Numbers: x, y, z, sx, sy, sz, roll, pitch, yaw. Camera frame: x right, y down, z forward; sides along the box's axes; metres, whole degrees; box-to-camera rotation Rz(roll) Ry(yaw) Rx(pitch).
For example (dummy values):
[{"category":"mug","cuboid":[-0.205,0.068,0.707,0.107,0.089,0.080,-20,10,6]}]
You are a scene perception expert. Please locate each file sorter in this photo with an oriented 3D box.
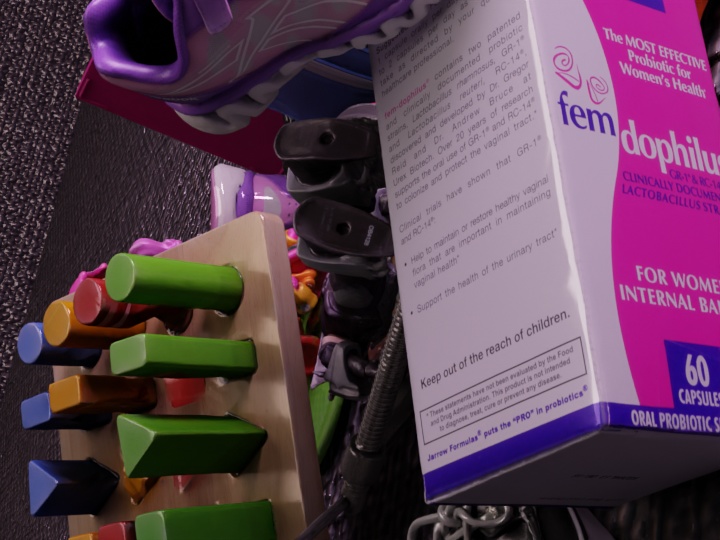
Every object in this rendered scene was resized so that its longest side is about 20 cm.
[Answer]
[{"category":"file sorter","cuboid":[-0.123,-0.197,1.192,0.139,0.198,0.127,-46,28,50]}]

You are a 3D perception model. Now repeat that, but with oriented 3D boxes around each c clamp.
[{"category":"c clamp","cuboid":[0.028,0.041,0.696,0.171,0.027,0.202,-36,-31,-56]}]

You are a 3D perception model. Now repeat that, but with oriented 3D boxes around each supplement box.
[{"category":"supplement box","cuboid":[0.078,-0.020,0.530,0.103,0.100,0.203,-33,58,48]}]

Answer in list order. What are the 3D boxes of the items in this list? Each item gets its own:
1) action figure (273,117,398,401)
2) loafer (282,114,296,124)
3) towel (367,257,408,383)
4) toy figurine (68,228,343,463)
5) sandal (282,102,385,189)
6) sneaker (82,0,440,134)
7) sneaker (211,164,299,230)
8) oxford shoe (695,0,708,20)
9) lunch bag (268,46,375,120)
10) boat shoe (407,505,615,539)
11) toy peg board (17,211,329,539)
[{"category":"action figure","cuboid":[0.000,0.000,0.747,0.200,0.068,0.132,72,-159,-66]},{"category":"loafer","cuboid":[-0.018,-0.175,1.090,0.072,0.071,0.203,-21,66,41]},{"category":"towel","cuboid":[0.043,-0.042,0.858,0.147,0.021,0.202,-106,38,-59]},{"category":"toy figurine","cuboid":[-0.104,0.033,0.919,0.151,0.182,0.202,-101,28,-52]},{"category":"sandal","cuboid":[0.008,-0.074,0.852,0.045,0.075,0.199,-45,16,-19]},{"category":"sneaker","cuboid":[-0.038,-0.121,0.536,0.199,0.088,0.082,-31,67,37]},{"category":"sneaker","cuboid":[-0.063,-0.031,1.048,0.200,0.087,0.082,88,180,-84]},{"category":"oxford shoe","cuboid":[0.132,-0.146,0.635,0.073,0.070,0.203,-150,78,-75]},{"category":"lunch bag","cuboid":[-0.008,-0.216,0.980,0.132,0.134,0.203,-37,38,58]},{"category":"boat shoe","cuboid":[0.061,0.108,0.600,0.074,0.067,0.201,-59,23,32]},{"category":"toy peg board","cuboid":[-0.131,0.087,0.764,0.198,0.097,0.203,-20,72,37]}]
